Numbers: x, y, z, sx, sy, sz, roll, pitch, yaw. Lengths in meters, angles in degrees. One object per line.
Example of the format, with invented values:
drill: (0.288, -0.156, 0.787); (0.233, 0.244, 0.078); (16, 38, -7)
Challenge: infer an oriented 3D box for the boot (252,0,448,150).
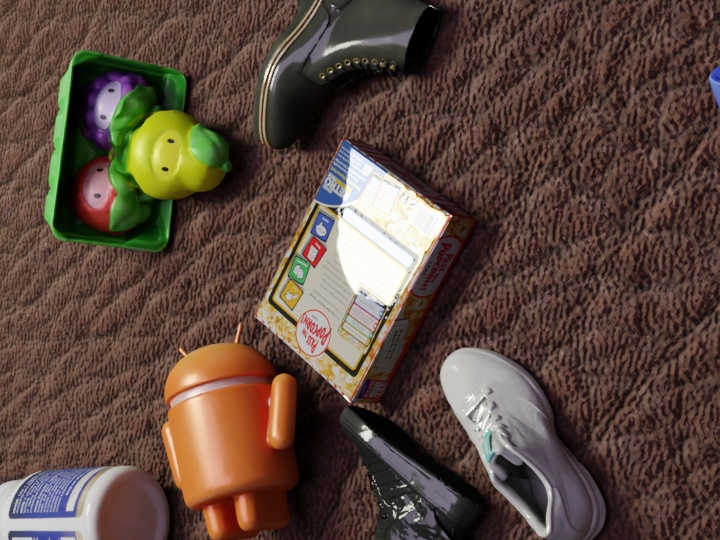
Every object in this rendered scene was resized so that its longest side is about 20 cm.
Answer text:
boot: (-0.014, -0.189, 1.219); (0.138, 0.077, 0.201); (32, 106, 31)

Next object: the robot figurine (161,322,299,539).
robot figurine: (-0.124, 0.157, 1.239); (0.144, 0.116, 0.201); (127, 131, -64)

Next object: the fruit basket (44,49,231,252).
fruit basket: (-0.239, -0.123, 1.352); (0.215, 0.155, 0.217); (-15, 72, 54)

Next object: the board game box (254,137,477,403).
board game box: (0.000, 0.000, 1.200); (0.151, 0.046, 0.201); (39, 109, 34)

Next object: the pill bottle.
pill bottle: (-0.311, 0.270, 1.372); (0.199, 0.115, 0.116); (-8, 80, 37)

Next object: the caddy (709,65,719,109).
caddy: (0.340, -0.120, 0.875); (0.200, 0.141, 0.105); (-1, 125, 55)

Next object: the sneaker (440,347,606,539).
sneaker: (0.122, 0.140, 1.063); (0.075, 0.088, 0.200); (-52, 57, 23)

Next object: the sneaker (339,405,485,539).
sneaker: (0.036, 0.213, 1.140); (0.200, 0.060, 0.105); (35, 102, 32)
